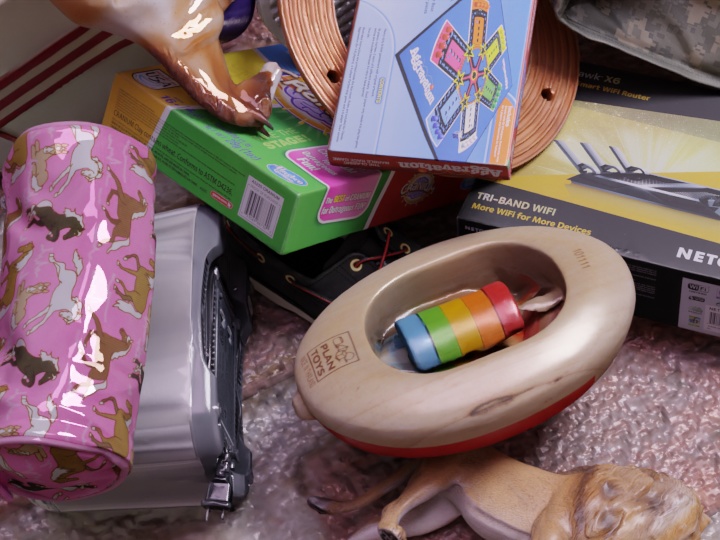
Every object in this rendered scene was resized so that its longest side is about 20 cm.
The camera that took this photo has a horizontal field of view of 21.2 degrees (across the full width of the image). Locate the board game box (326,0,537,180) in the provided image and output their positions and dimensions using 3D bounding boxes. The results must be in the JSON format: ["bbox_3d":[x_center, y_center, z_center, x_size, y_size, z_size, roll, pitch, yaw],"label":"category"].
[{"bbox_3d":[0.048,-0.145,1.103,0.103,0.019,0.201,5,63,12],"label":"board game box"}]

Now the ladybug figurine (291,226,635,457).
[{"bbox_3d":[0.058,0.046,1.067,0.199,0.072,0.136,-19,43,-3],"label":"ladybug figurine"}]

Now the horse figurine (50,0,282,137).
[{"bbox_3d":[-0.124,-0.170,1.087,0.050,0.200,0.133,-22,47,50],"label":"horse figurine"}]

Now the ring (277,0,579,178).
[{"bbox_3d":[0.041,-0.145,1.151,0.200,0.019,0.201,10,66,-22],"label":"ring"}]

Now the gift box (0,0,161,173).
[{"bbox_3d":[-0.232,-0.184,1.218,0.186,0.184,0.200,-30,58,22],"label":"gift box"}]

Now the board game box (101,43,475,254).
[{"bbox_3d":[-0.033,-0.082,1.165,0.153,0.040,0.200,34,31,27],"label":"board game box"}]

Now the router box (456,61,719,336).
[{"bbox_3d":[0.176,-0.046,1.157,0.199,0.052,0.157,13,49,16],"label":"router box"}]

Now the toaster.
[{"bbox_3d":[-0.132,0.061,1.105,0.129,0.114,0.201,-7,59,8],"label":"toaster"}]

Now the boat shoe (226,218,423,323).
[{"bbox_3d":[-0.002,0.002,1.158,0.201,0.063,0.074,27,59,21],"label":"boat shoe"}]

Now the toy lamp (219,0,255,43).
[{"bbox_3d":[-0.074,-0.183,1.231,0.058,0.058,0.200,10,20,14],"label":"toy lamp"}]

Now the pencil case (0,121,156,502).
[{"bbox_3d":[-0.156,0.022,1.021,0.083,0.086,0.201,16,58,-27],"label":"pencil case"}]

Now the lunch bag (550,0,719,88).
[{"bbox_3d":[0.195,-0.205,1.188,0.199,0.118,0.164,8,40,-16],"label":"lunch bag"}]

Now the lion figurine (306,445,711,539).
[{"bbox_3d":[0.081,0.130,1.054,0.200,0.073,0.123,25,55,27],"label":"lion figurine"}]

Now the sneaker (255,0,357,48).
[{"bbox_3d":[0.010,-0.170,1.228,0.200,0.079,0.079,11,30,-35],"label":"sneaker"}]
